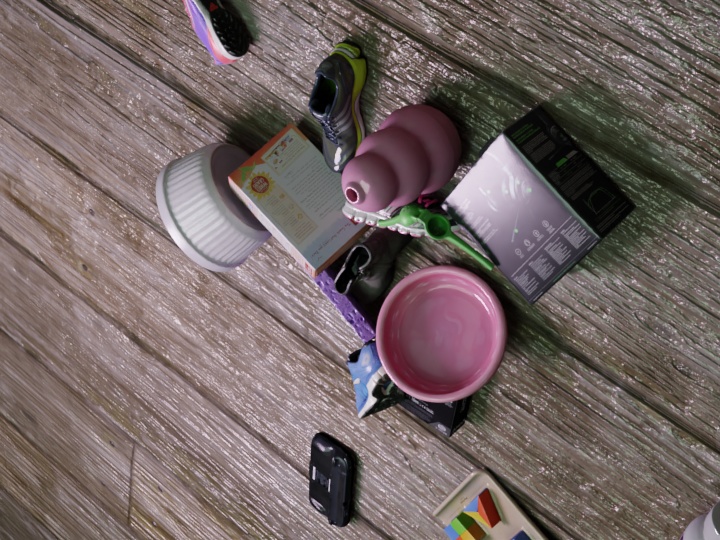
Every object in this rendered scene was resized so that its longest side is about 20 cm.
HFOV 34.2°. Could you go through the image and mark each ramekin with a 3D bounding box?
[{"bbox_3d":[-0.221,-0.110,1.879,0.105,0.200,0.201,-30,95,29],"label":"ramekin"}]

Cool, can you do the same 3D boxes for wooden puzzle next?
[{"bbox_3d":[0.221,0.447,1.958,0.200,0.046,0.186,45,139,10],"label":"wooden puzzle"}]

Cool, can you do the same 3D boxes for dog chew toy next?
[{"bbox_3d":[0.049,-0.144,1.588,0.124,0.200,0.125,25,133,30],"label":"dog chew toy"}]

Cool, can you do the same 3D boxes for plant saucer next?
[{"bbox_3d":[0.123,0.095,1.734,0.199,0.051,0.203,-4,80,21],"label":"plant saucer"}]

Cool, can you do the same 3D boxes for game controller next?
[{"bbox_3d":[-0.057,0.395,2.203,0.104,0.042,0.201,40,140,37],"label":"game controller"}]

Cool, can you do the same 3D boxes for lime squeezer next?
[{"bbox_3d":[0.092,-0.053,1.599,0.199,0.038,0.071,22,137,34],"label":"lime squeezer"}]

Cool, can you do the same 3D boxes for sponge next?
[{"bbox_3d":[-0.040,0.032,1.877,0.200,0.030,0.112,52,-176,3],"label":"sponge"}]

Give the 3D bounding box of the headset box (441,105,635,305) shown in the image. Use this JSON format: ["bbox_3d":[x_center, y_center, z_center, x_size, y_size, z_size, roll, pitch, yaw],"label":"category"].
[{"bbox_3d":[0.224,-0.089,1.541,0.200,0.093,0.174,47,140,8],"label":"headset box"}]

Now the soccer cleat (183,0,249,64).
[{"bbox_3d":[-0.245,-0.407,1.792,0.073,0.068,0.201,-16,108,52],"label":"soccer cleat"}]

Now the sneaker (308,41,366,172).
[{"bbox_3d":[-0.042,-0.229,1.707,0.074,0.081,0.201,24,132,30],"label":"sneaker"}]

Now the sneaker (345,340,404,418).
[{"bbox_3d":[0.023,0.168,1.856,0.200,0.078,0.090,104,143,-60],"label":"sneaker"}]

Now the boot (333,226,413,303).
[{"bbox_3d":[0.000,0.000,1.789,0.068,0.130,0.201,42,139,13],"label":"boot"}]

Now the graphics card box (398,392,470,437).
[{"bbox_3d":[0.120,0.155,1.847,0.125,0.051,0.201,30,134,26],"label":"graphics card box"}]

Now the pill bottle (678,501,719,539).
[{"bbox_3d":[0.488,0.408,1.624,0.112,0.112,0.201,34,136,21],"label":"pill bottle"}]

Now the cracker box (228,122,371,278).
[{"bbox_3d":[-0.088,-0.107,1.792,0.200,0.134,0.058,47,167,9],"label":"cracker box"}]

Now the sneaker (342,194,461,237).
[{"bbox_3d":[0.066,-0.105,1.695,0.198,0.074,0.088,13,109,26],"label":"sneaker"}]
